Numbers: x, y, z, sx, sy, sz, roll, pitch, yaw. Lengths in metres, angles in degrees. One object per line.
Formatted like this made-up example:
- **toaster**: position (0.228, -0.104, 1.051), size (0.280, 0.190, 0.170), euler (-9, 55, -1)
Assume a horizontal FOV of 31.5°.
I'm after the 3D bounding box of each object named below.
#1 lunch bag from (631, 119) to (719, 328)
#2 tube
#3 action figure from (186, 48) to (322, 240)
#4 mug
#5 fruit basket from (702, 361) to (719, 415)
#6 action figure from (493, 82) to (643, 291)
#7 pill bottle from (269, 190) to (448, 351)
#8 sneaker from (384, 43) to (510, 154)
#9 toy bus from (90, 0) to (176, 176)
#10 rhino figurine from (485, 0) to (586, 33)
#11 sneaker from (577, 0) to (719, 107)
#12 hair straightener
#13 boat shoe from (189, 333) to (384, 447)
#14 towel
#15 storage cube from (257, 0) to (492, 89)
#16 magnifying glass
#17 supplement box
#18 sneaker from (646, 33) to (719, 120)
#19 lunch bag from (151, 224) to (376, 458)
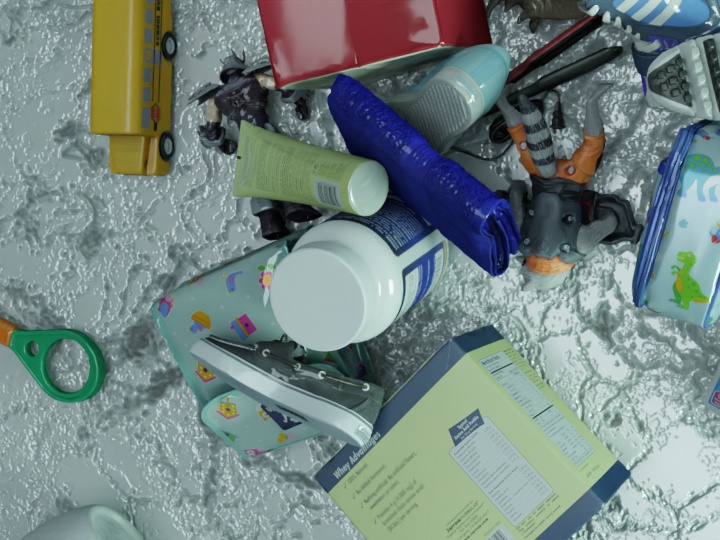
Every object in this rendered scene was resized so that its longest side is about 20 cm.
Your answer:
- **lunch bag**: position (0.291, -0.048, 1.081), size (0.082, 0.200, 0.162), euler (18, 108, 18)
- **tube**: position (-0.057, -0.094, 1.213), size (0.199, 0.052, 0.058), euler (15, 60, 45)
- **action figure**: position (-0.105, -0.135, 1.314), size (0.130, 0.069, 0.201), euler (-24, 80, 28)
- **mug**: position (-0.300, 0.360, 1.385), size (0.175, 0.148, 0.200), euler (-44, 107, 11)
- **fruit basket**: position (0.408, 0.076, 1.085), size (0.184, 0.094, 0.201), euler (27, 121, 19)
- **action figure**: position (0.154, -0.073, 1.184), size (0.199, 0.105, 0.195), euler (2, 106, 26)
- **pill bottle**: position (0.000, 0.000, 1.194), size (0.115, 0.200, 0.117), euler (6, 107, 22)
- **sneaker**: position (0.086, -0.159, 1.194), size (0.082, 0.200, 0.074), euler (-40, 100, -18)
- **toy bus**: position (-0.242, -0.202, 1.357), size (0.065, 0.078, 0.202), euler (4, 94, 22)
- **rhino figurine**: position (0.203, -0.281, 1.184), size (0.199, 0.060, 0.088), euler (-24, 82, 23)
- **sneaker**: position (0.243, -0.211, 1.127), size (0.198, 0.081, 0.147), euler (-1, 117, -4)
- **hair straightener**: position (0.162, -0.161, 1.215), size (0.199, 0.041, 0.077), euler (-31, 81, 21)
- **boat shoe**: position (-0.066, 0.095, 1.188), size (0.199, 0.070, 0.066), euler (21, 72, 28)
- **towel**: position (0.060, -0.089, 1.154), size (0.050, 0.148, 0.200), euler (-45, 69, -7)
- **storage cube**: position (0.007, -0.275, 1.193), size (0.170, 0.200, 0.181), euler (-11, 94, 21)
- **magnifying glass**: position (-0.375, 0.085, 1.450), size (0.199, 0.022, 0.080), euler (24, 101, 16)
- **supplement box**: position (0.106, 0.193, 1.204), size (0.200, 0.134, 0.200), euler (-47, 76, 17)
- **sneaker**: position (0.337, -0.161, 1.090), size (0.198, 0.081, 0.076), euler (-5, 86, -6)
- **lunch bag**: position (-0.088, 0.082, 1.288), size (0.170, 0.122, 0.201), euler (-22, 96, 19)
